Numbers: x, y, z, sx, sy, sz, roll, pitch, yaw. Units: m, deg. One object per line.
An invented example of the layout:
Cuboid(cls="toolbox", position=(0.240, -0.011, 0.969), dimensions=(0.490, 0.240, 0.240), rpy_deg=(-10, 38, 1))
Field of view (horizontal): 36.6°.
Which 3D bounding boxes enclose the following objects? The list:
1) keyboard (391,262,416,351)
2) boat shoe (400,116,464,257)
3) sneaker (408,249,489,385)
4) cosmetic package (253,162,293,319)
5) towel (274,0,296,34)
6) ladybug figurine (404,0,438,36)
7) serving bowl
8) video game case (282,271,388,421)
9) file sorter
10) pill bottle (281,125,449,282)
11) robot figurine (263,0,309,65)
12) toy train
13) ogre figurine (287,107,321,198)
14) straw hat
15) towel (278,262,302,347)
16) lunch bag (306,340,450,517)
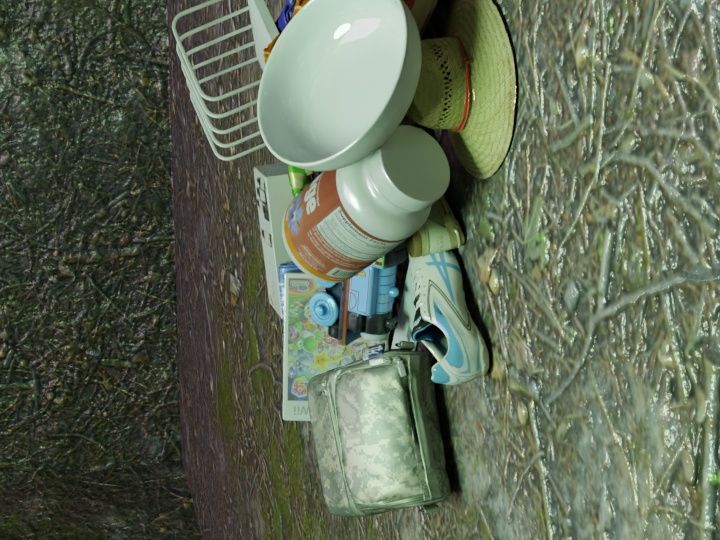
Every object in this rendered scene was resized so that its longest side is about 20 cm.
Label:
Cuboid(cls="keyboard", position=(0.062, 0.076, 1.401), dimensions=(0.201, 0.011, 0.057), rpy_deg=(99, 152, -42))
Cuboid(cls="boat shoe", position=(0.070, -0.105, 1.249), dimensions=(0.074, 0.062, 0.202), rpy_deg=(88, 173, -52))
Cuboid(cls="sneaker", position=(0.083, 0.037, 1.209), dimensions=(0.072, 0.072, 0.201), rpy_deg=(101, 157, -48))
Cuboid(cls="cosmetic package", position=(-0.108, -0.041, 1.512), dimensions=(0.083, 0.050, 0.202), rpy_deg=(-136, 38, -69))
Cuboid(cls="towel", position=(-0.054, -0.349, 1.379), dimensions=(0.050, 0.147, 0.200), rpy_deg=(52, 175, -9))
Cuboid(cls="ladybug figurine", position=(0.034, -0.300, 1.175), dimensions=(0.201, 0.071, 0.136), rpy_deg=(-62, 26, 28))
Cuboid(cls="serving bowl", position=(-0.012, -0.187, 1.090), dimensions=(0.199, 0.066, 0.202), rpy_deg=(-18, 62, 36))
Cuboid(cls="video game case", position=(-0.033, 0.104, 1.467), dimensions=(0.018, 0.141, 0.202), rpy_deg=(-83, -6, -82))
Cuboid(cls="file sorter", position=(-0.160, -0.251, 1.420), dimensions=(0.200, 0.123, 0.140), rpy_deg=(94, 151, -73))
Cuboid(cls="pill bottle", position=(0.006, -0.071, 1.156), dimensions=(0.200, 0.111, 0.113), rpy_deg=(-36, 61, 52))
Cuboid(cls="robot figurine", position=(-0.057, -0.229, 1.264), dimensions=(0.146, 0.058, 0.200), rpy_deg=(-61, -17, -16))
Cuboid(cls="toy train", position=(0.000, 0.000, 1.375), dimensions=(0.113, 0.086, 0.202), rpy_deg=(15, 111, 30))
Cuboid(cls="ogre figurine", position=(-0.026, -0.141, 1.252), dimensions=(0.201, 0.119, 0.099), rpy_deg=(86, 171, -55))
Cuboid(cls="straw hat", position=(0.080, -0.191, 1.114), dimensions=(0.201, 0.084, 0.204), rpy_deg=(174, 90, -73))
Cuboid(cls="towel", position=(-0.033, 0.082, 1.483), dimensions=(0.024, 0.143, 0.202), rpy_deg=(-117, 22, -83))
Cuboid(cls="lunch bag", position=(0.033, 0.197, 1.337), dimensions=(0.167, 0.138, 0.202), rpy_deg=(-23, 74, 55))
